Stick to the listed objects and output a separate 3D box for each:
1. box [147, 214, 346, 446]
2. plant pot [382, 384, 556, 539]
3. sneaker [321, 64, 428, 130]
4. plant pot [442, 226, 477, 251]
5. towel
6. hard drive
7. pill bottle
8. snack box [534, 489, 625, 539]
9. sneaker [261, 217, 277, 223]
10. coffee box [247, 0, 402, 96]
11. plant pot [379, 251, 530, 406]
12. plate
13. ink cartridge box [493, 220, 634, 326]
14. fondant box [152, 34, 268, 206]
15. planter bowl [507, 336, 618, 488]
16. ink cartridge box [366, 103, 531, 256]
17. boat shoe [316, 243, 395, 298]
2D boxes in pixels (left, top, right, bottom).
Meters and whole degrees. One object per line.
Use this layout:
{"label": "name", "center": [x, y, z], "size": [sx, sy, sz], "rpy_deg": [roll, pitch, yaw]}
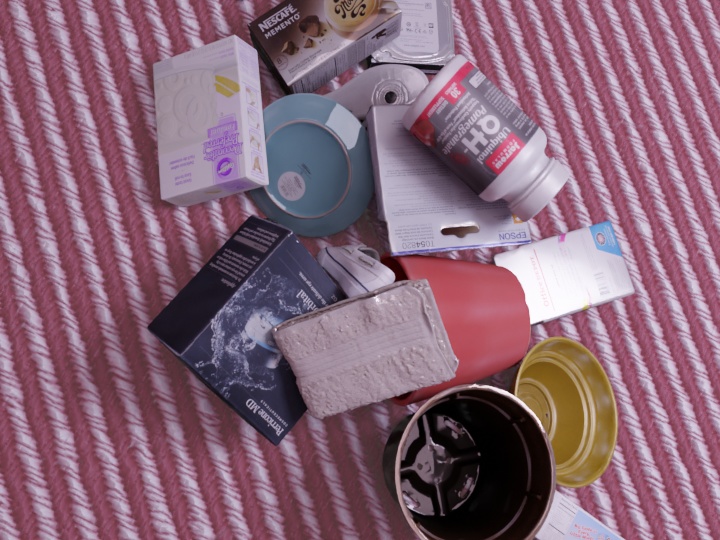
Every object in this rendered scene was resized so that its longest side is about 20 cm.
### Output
{"label": "box", "center": [-0.123, 0.075, 0.943], "size": [0.200, 0.117, 0.197], "rpy_deg": [-49, 125, -15]}
{"label": "plant pot", "center": [0.119, 0.255, 0.954], "size": [0.197, 0.198, 0.203], "rpy_deg": [2, 77, -10]}
{"label": "sneaker", "center": [0.005, -0.232, 1.069], "size": [0.197, 0.112, 0.074], "rpy_deg": [-17, 83, 8]}
{"label": "plant pot", "center": [0.135, -0.141, 1.070], "size": [0.197, 0.134, 0.203], "rpy_deg": [2, 78, -9]}
{"label": "towel", "center": [0.007, 0.095, 0.873], "size": [0.198, 0.035, 0.134], "rpy_deg": [-20, 107, 11]}
{"label": "hard drive", "center": [0.076, -0.411, 1.164], "size": [0.138, 0.038, 0.203], "rpy_deg": [1, 78, -11]}
{"label": "pill bottle", "center": [0.156, -0.157, 0.907], "size": [0.200, 0.111, 0.111], "rpy_deg": [42, 75, 0]}
{"label": "snack box", "center": [0.318, 0.386, 1.054], "size": [0.199, 0.024, 0.072], "rpy_deg": [36, 74, -2]}
{"label": "sneaker", "center": [-0.169, 0.017, 1.020], "size": [0.085, 0.078, 0.201], "rpy_deg": [32, 84, -9]}
{"label": "coffee box", "center": [-0.051, -0.352, 1.085], "size": [0.199, 0.080, 0.114], "rpy_deg": [-33, 83, -4]}
{"label": "plant pot", "center": [0.120, 0.071, 1.005], "size": [0.175, 0.200, 0.203], "rpy_deg": [-4, 79, -19]}
{"label": "plate", "center": [-0.075, -0.141, 1.026], "size": [0.197, 0.026, 0.203], "rpy_deg": [4, 110, 12]}
{"label": "ink cartridge box", "center": [0.291, 0.011, 1.102], "size": [0.197, 0.068, 0.117], "rpy_deg": [-15, 82, -14]}
{"label": "fondant box", "center": [-0.209, -0.204, 1.024], "size": [0.143, 0.058, 0.203], "rpy_deg": [-11, 80, 23]}
{"label": "planter bowl", "center": [0.263, 0.199, 1.037], "size": [0.198, 0.083, 0.203], "rpy_deg": [9, 72, -30]}
{"label": "ink cartridge box", "center": [0.115, -0.121, 0.971], "size": [0.197, 0.041, 0.203], "rpy_deg": [-4, 80, -12]}
{"label": "boat shoe", "center": [0.000, 0.000, 0.988], "size": [0.067, 0.200, 0.074], "rpy_deg": [-46, 118, 1]}
